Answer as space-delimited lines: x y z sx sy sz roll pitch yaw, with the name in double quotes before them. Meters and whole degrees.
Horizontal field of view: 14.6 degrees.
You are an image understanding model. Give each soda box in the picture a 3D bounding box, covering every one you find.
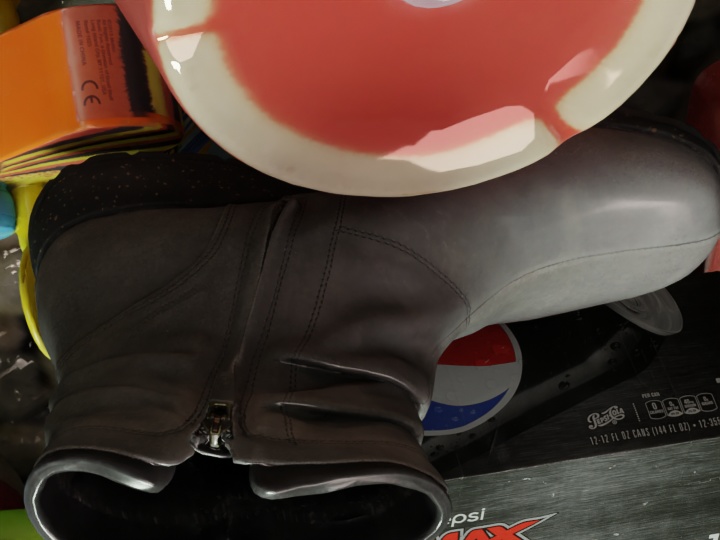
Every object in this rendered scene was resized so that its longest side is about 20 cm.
"soda box" 0.017 0.057 0.810 0.199 0.063 0.071 -8 138 -15

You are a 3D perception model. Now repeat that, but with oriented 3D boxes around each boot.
"boot" 0.011 0.024 0.739 0.199 0.132 0.070 -9 129 -4

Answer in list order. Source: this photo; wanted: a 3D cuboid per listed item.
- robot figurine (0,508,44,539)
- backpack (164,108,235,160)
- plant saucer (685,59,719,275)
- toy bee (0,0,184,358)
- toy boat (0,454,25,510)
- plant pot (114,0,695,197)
"robot figurine" -0.123 0.162 0.884 0.116 0.176 0.200 -26 143 38
"backpack" 0.000 0.000 0.891 0.182 0.135 0.200 -12 137 -11
"plant saucer" 0.166 -0.027 0.938 0.200 0.037 0.200 -31 143 -31
"toy bee" -0.116 -0.046 0.856 0.109 0.200 0.131 -4 103 -50
"toy boat" -0.166 0.151 0.995 0.130 0.131 0.200 -14 135 -3
"plant pot" 0.001 -0.129 0.743 0.200 0.178 0.201 -8 134 -9
